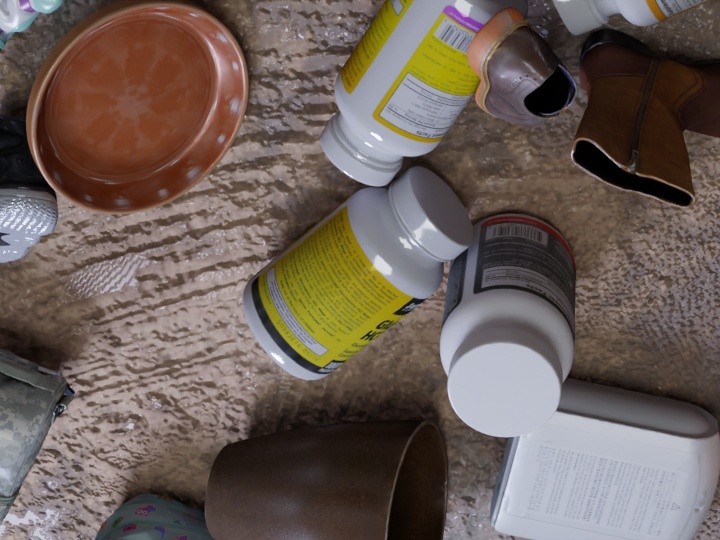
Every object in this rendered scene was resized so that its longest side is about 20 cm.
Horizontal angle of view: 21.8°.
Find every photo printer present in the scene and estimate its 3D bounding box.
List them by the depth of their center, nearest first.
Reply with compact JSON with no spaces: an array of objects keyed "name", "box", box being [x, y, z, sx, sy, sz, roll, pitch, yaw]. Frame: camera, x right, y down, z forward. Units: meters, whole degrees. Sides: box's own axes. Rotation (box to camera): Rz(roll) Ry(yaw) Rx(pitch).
[{"name":"photo printer","box":[0.234,0.188,1.759,0.198,0.070,0.167,11,121,0]}]

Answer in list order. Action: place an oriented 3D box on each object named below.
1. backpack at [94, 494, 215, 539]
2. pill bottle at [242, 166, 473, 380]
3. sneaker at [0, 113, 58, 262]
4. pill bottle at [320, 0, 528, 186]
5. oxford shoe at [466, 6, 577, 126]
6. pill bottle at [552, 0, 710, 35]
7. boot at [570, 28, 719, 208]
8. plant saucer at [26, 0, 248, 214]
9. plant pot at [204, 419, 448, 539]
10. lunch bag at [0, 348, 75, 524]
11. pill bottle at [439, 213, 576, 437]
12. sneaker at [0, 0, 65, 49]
[{"name":"backpack","box":[-0.175,0.313,1.855,0.199,0.127,0.168,23,110,-6]},{"name":"pill bottle","box":[0.000,0.000,1.651,0.200,0.113,0.112,-38,110,26]},{"name":"sneaker","box":[-0.318,-0.077,1.670,0.075,0.115,0.200,13,162,-29]},{"name":"pill bottle","box":[0.046,-0.167,1.550,0.104,0.105,0.200,30,120,-11]},{"name":"oxford shoe","box":[0.137,-0.143,1.509,0.071,0.200,0.073,-46,73,4]},{"name":"pill bottle","box":[0.244,-0.259,1.465,0.199,0.111,0.111,-21,116,19]},{"name":"boot","box":[0.260,-0.114,1.497,0.187,0.200,0.069,25,121,-8]},{"name":"plant saucer","box":[-0.189,-0.141,1.587,0.199,0.032,0.201,-18,130,-23]},{"name":"plant pot","box":[-0.039,0.223,1.768,0.198,0.187,0.188,5,123,19]},{"name":"lunch bag","box":[-0.388,0.134,1.766,0.199,0.140,0.168,26,121,-9]},{"name":"pill bottle","box":[0.127,0.047,1.611,0.115,0.200,0.117,3,122,6]},{"name":"sneaker","box":[-0.306,-0.268,1.550,0.199,0.078,0.140,-35,112,24]}]
